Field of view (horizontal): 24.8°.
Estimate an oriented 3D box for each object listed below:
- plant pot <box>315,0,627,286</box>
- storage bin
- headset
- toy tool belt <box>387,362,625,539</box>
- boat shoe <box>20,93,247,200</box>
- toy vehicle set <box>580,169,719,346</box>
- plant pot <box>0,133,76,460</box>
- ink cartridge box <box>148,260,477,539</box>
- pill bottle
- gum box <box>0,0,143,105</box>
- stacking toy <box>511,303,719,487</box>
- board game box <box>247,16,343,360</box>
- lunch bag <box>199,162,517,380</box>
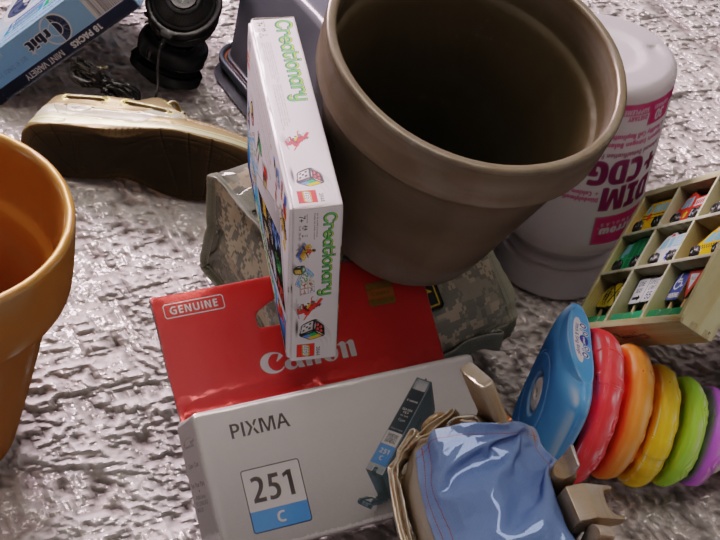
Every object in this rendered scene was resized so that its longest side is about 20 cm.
[{"bbox_3d":[0.052,-0.088,1.078,0.199,0.174,0.201,9,52,-12],"label":"plant pot"},{"bbox_3d":[-0.025,-0.195,1.408,0.145,0.135,0.200,-14,45,-26],"label":"storage bin"},{"bbox_3d":[-0.171,-0.211,1.410,0.094,0.124,0.200,24,50,0],"label":"headset"},{"bbox_3d":[0.094,0.163,0.964,0.124,0.123,0.200,-14,56,-22],"label":"toy tool belt"},{"bbox_3d":[-0.170,-0.109,1.322,0.199,0.074,0.067,11,44,3],"label":"boat shoe"},{"bbox_3d":[0.218,-0.007,1.132,0.026,0.200,0.125,32,79,-9],"label":"toy vehicle set"},{"bbox_3d":[-0.282,0.035,1.035,0.199,0.184,0.201,6,39,-5],"label":"plant pot"},{"bbox_3d":[-0.022,0.081,1.064,0.199,0.045,0.177,-11,80,-23],"label":"ink cartridge box"},{"bbox_3d":[0.166,-0.084,1.251,0.113,0.201,0.114,5,39,-4],"label":"pill bottle"},{"bbox_3d":[-0.241,-0.250,1.425,0.045,0.170,0.200,47,31,-24],"label":"gum box"},{"bbox_3d":[0.211,0.110,1.116,0.199,0.110,0.116,17,35,-8],"label":"stacking toy"},{"bbox_3d":[-0.045,-0.057,1.064,0.034,0.127,0.200,-5,43,-9],"label":"board game box"},{"bbox_3d":[0.000,0.000,1.188,0.163,0.118,0.200,-21,52,-28],"label":"lunch bag"}]
